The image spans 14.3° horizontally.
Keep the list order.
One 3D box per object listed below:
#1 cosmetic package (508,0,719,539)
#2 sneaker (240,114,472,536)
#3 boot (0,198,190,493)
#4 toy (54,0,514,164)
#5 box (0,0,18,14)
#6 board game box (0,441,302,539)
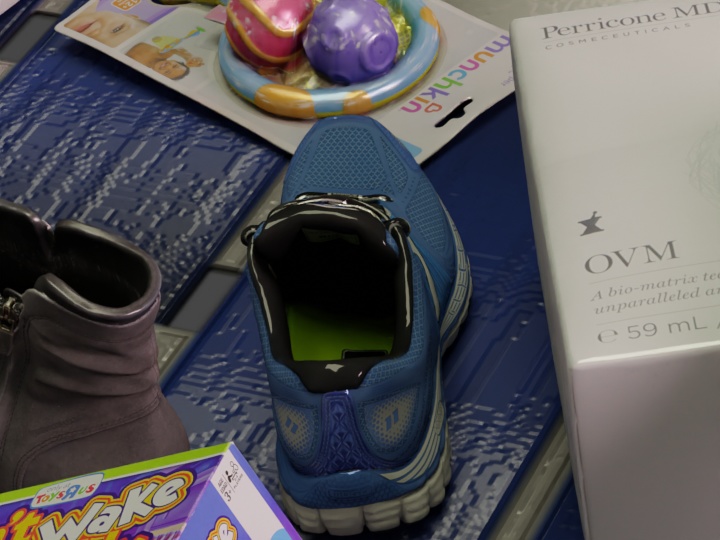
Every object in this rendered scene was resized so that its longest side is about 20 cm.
[{"bbox_3d":[0.162,0.000,0.972,0.199,0.123,0.200,-8,36,2],"label":"cosmetic package"},{"bbox_3d":[0.000,0.000,1.034,0.078,0.089,0.200,-7,37,2],"label":"sneaker"},{"bbox_3d":[-0.148,0.026,1.000,0.200,0.132,0.070,6,41,20],"label":"boot"},{"bbox_3d":[-0.028,-0.111,1.216,0.200,0.047,0.115,26,52,38],"label":"toy"},{"bbox_3d":[-0.253,-0.175,1.302,0.200,0.106,0.152,20,47,33],"label":"box"},{"bbox_3d":[-0.129,0.129,0.875,0.200,0.045,0.135,-15,31,34],"label":"board game box"}]
